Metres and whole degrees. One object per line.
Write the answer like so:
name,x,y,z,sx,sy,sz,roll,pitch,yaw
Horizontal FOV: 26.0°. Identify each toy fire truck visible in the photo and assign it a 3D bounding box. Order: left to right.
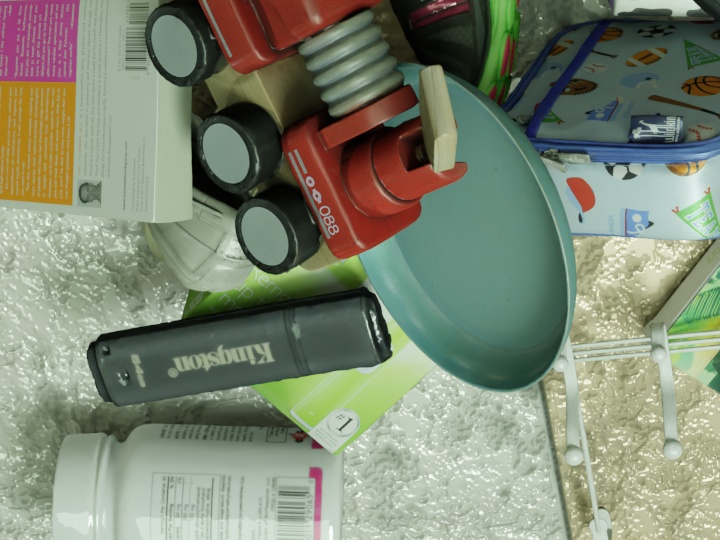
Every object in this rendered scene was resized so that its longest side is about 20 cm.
toy fire truck,-0.007,-0.100,0.818,0.199,0.128,0.177,-19,98,44

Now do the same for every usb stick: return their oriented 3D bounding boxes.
usb stick,-0.078,0.050,0.998,0.198,0.033,0.056,-10,120,14

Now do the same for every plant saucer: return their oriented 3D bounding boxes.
plant saucer,0.057,-0.027,0.897,0.027,0.199,0.202,-27,120,-31

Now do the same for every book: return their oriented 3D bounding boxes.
book,-0.184,-0.103,0.941,0.199,0.048,0.135,7,99,38

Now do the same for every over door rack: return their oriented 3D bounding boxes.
over door rack,0.219,0.125,1.078,0.146,0.067,0.201,-6,126,16

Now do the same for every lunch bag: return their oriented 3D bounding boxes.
lunch bag,0.158,-0.087,0.919,0.159,0.200,0.076,6,121,24

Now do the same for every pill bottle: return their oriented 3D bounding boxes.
pill bottle,-0.112,0.166,1.108,0.198,0.114,0.114,2,117,1

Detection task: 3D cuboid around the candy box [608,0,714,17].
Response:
candy box,0.248,-0.238,0.921,0.198,0.072,0.169,1,117,2

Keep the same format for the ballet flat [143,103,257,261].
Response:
ballet flat,-0.086,-0.074,1.015,0.069,0.070,0.201,28,114,-12

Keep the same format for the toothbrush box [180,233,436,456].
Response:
toothbrush box,0.000,0.000,1.038,0.145,0.086,0.200,41,109,-16

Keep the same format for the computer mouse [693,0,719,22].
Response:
computer mouse,0.160,-0.193,0.879,0.140,0.046,0.200,-36,111,16

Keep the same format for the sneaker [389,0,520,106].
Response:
sneaker,0.054,-0.159,0.954,0.083,0.077,0.202,6,90,13

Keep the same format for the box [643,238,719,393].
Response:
box,0.318,0.043,1.078,0.199,0.036,0.145,30,113,-11

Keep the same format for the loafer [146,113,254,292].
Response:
loafer,-0.122,-0.075,0.966,0.200,0.070,0.070,49,125,23
